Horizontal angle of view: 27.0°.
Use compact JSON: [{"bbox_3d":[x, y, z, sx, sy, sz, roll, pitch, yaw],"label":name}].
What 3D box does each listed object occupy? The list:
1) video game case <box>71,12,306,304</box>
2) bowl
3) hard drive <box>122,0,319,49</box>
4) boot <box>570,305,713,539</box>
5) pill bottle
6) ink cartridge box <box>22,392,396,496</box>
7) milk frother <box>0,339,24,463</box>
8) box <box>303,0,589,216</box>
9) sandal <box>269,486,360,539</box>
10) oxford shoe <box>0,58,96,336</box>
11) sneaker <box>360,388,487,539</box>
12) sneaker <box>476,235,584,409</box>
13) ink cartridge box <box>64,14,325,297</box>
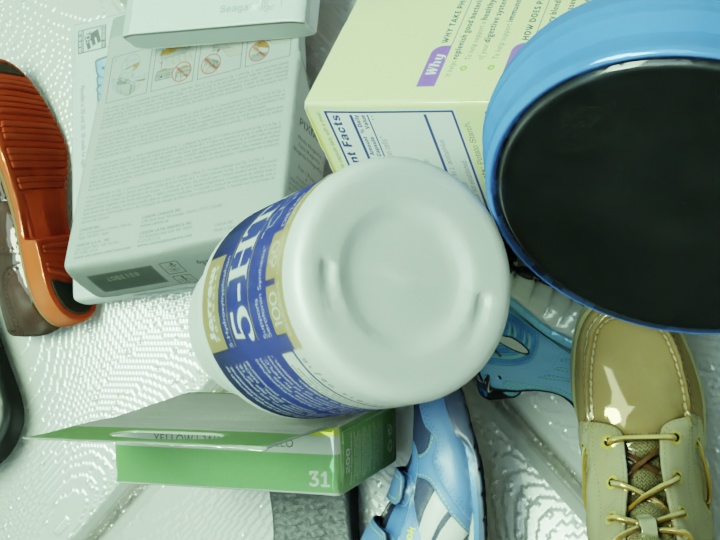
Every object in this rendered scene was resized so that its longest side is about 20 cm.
[{"bbox_3d":[-0.118,-0.086,1.011,0.181,0.024,0.201,-8,78,27],"label":"video game case"},{"bbox_3d":[0.154,-0.042,0.703,0.200,0.201,0.039,-6,45,27],"label":"bowl"},{"bbox_3d":[-0.082,-0.246,0.972,0.131,0.026,0.201,-1,75,23],"label":"hard drive"},{"bbox_3d":[0.146,0.122,0.766,0.072,0.155,0.201,-4,105,9],"label":"boot"},{"bbox_3d":[-0.019,0.017,0.791,0.200,0.119,0.120,160,106,-64],"label":"pill bottle"},{"bbox_3d":[-0.078,0.103,0.854,0.145,0.200,0.048,0,95,20],"label":"ink cartridge box"},{"bbox_3d":[-0.355,0.083,1.033,0.180,0.200,0.189,-25,76,20],"label":"milk frother"},{"bbox_3d":[0.099,-0.116,0.821,0.199,0.097,0.176,2,49,26],"label":"box"},{"bbox_3d":[-0.025,0.191,0.948,0.076,0.043,0.201,-1,76,20],"label":"sandal"},{"bbox_3d":[-0.249,-0.050,1.060,0.072,0.071,0.201,-20,78,30],"label":"oxford shoe"},{"bbox_3d":[0.035,0.155,0.882,0.082,0.074,0.201,-1,86,6],"label":"sneaker"},{"bbox_3d":[0.076,0.032,0.866,0.199,0.078,0.090,29,110,10],"label":"sneaker"},{"bbox_3d":[-0.100,-0.089,0.972,0.162,0.057,0.201,-10,55,26],"label":"ink cartridge box"}]
